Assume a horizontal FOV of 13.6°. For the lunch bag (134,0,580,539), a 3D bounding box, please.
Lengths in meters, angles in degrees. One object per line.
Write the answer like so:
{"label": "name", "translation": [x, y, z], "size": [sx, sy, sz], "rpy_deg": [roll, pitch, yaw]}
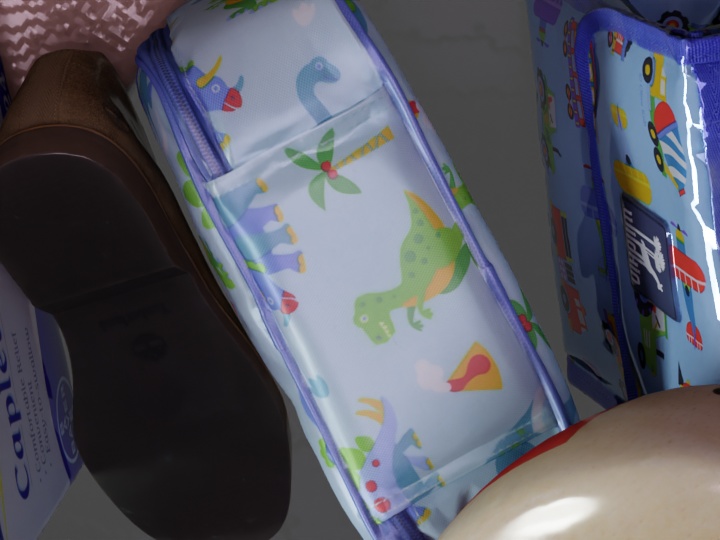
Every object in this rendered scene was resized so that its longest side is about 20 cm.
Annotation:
{"label": "lunch bag", "translation": [0.000, 0.000, 0.964], "size": [0.082, 0.161, 0.201], "rpy_deg": [-27, 102, 1]}

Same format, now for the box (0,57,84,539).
{"label": "box", "translation": [-0.168, 0.016, 0.932], "size": [0.104, 0.200, 0.185], "rpy_deg": [-8, 105, 10]}

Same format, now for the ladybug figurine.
{"label": "ladybug figurine", "translation": [0.082, 0.098, 0.864], "size": [0.135, 0.072, 0.200], "rpy_deg": [28, 136, -10]}

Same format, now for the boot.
{"label": "boot", "translation": [-0.068, 0.012, 1.006], "size": [0.073, 0.076, 0.200], "rpy_deg": [-12, 130, 10]}

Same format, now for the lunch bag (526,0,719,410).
{"label": "lunch bag", "translation": [0.113, -0.015, 0.944], "size": [0.094, 0.200, 0.151], "rpy_deg": [-7, 104, -1]}
